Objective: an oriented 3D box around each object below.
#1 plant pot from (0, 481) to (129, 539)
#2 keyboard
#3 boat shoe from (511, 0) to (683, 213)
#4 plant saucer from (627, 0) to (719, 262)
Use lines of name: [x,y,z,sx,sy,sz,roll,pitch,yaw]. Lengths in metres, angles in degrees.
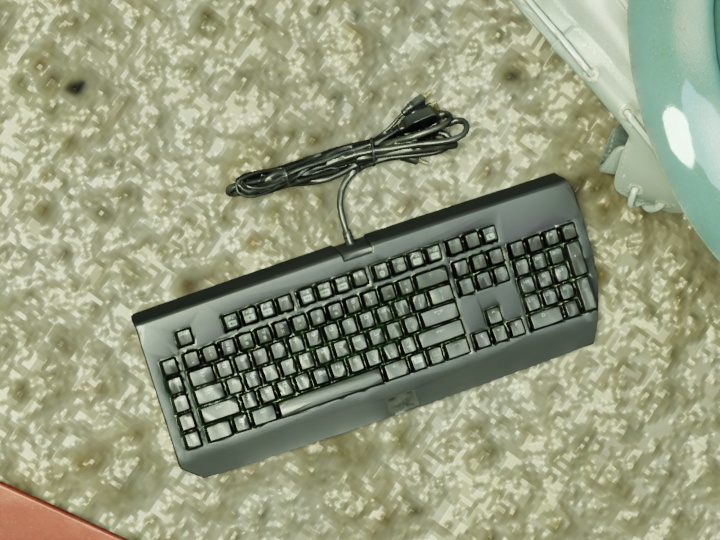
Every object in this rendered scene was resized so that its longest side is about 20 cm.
plant pot: [-0.164,0.191,0.859,0.199,0.200,0.177,26,97,-7]
keyboard: [0.000,0.000,0.967,0.199,0.021,0.128,-19,92,-10]
boat shoe: [0.132,-0.065,0.973,0.071,0.070,0.201,-35,99,15]
plant saucer: [0.189,-0.076,0.942,0.199,0.027,0.202,15,67,-37]
